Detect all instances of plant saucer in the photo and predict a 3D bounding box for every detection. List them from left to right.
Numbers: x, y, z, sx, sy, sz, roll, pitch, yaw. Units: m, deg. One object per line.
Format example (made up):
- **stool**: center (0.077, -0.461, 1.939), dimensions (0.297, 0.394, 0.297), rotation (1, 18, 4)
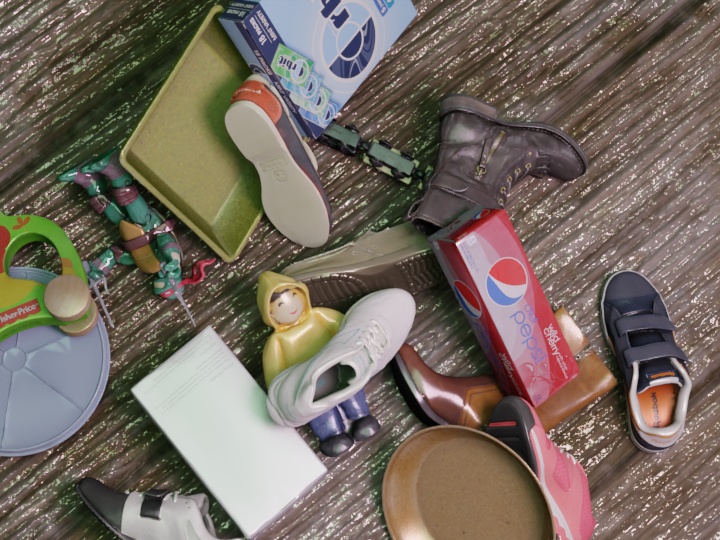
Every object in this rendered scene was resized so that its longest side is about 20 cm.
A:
- **plant saucer**: center (-0.158, -0.144, 1.706), dimensions (0.048, 0.200, 0.201), rotation (14, 67, 44)
- **plant saucer**: center (0.116, 0.247, 1.653), dimensions (0.198, 0.035, 0.202), rotation (11, 112, 29)

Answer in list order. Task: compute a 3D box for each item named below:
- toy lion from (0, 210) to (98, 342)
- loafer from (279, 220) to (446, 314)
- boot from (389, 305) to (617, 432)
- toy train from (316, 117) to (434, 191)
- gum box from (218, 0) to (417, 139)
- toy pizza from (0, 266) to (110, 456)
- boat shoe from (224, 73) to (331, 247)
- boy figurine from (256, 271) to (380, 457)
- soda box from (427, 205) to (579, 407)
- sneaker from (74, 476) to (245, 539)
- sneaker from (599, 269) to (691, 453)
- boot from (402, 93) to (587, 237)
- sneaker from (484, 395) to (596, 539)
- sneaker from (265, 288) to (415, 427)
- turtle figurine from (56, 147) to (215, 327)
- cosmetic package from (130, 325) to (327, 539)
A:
- **toy lion**: center (-0.393, 0.001, 1.677), dimensions (0.198, 0.069, 0.193), rotation (-21, 70, -6)
- **loafer**: center (0.000, 0.000, 1.727), dimensions (0.198, 0.076, 0.069), rotation (-13, 40, 3)
- **boot**: center (0.150, 0.105, 1.716), dimensions (0.200, 0.069, 0.189), rotation (-39, 84, -11)
- **toy train**: center (0.037, -0.116, 1.764), dimensions (0.198, 0.046, 0.034), rotation (26, 79, 3)
- **gum box**: center (-0.041, -0.273, 1.720), dimensions (0.044, 0.170, 0.201), rotation (15, 60, 42)
- **toy pizza**: center (-0.362, 0.096, 1.697), dimensions (0.198, 0.032, 0.203), rotation (0, 76, 0)
- **boat shoe**: center (-0.081, -0.114, 1.711), dimensions (0.071, 0.201, 0.063), rotation (-13, 35, 25)
- **boy figurine**: center (-0.046, 0.088, 1.681), dimensions (0.123, 0.064, 0.202), rotation (-25, 102, -9)
- **soda box**: center (0.148, 0.037, 1.644), dimensions (0.070, 0.063, 0.201), rotation (-34, 109, -19)
- **sneaker**: center (-0.200, 0.256, 1.647), dimensions (0.199, 0.074, 0.089), rotation (32, 78, 16)
- **sneaker**: center (0.311, 0.091, 1.726), dimensions (0.078, 0.079, 0.202), rotation (-11, 78, -5)
- **boot**: center (0.145, -0.082, 1.719), dimensions (0.198, 0.069, 0.176), rotation (20, 62, -15)
- **sneaker**: center (0.191, 0.211, 1.678), dimensions (0.087, 0.073, 0.202), rotation (-33, 112, -37)
- **sneaker**: center (-0.004, 0.089, 1.624), dimensions (0.200, 0.080, 0.071), rotation (-43, 105, -29)
- **turtle figurine**: center (-0.239, -0.028, 1.701), dimensions (0.101, 0.149, 0.201), rotation (-43, 108, -51)
- **cosmetic package**: center (-0.136, 0.171, 1.676), dimensions (0.112, 0.081, 0.201), rotation (-37, 85, -10)
